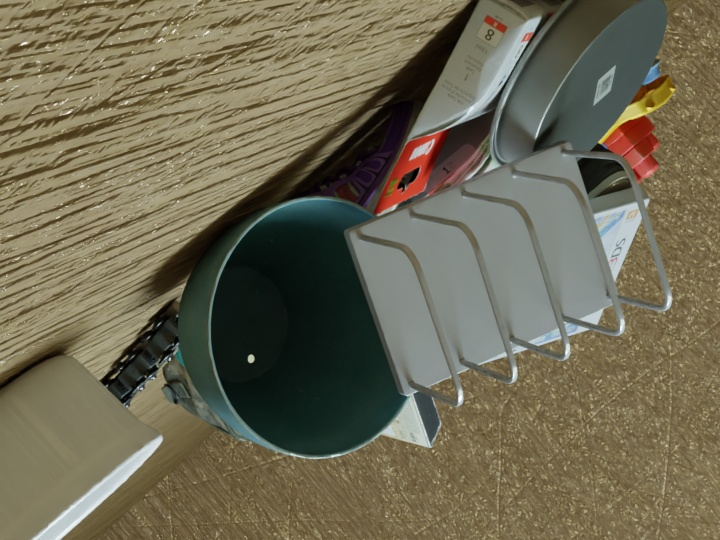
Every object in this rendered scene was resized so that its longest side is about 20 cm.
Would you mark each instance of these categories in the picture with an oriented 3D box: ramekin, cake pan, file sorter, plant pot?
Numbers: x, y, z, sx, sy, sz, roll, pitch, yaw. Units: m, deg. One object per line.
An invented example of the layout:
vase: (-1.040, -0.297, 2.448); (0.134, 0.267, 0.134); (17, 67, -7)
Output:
ramekin: (-0.248, 0.151, 1.326); (0.200, 0.098, 0.200); (-41, 177, -2)
cake pan: (0.183, -0.158, 1.506); (0.200, 0.037, 0.200); (-42, 157, -23)
file sorter: (0.117, 0.002, 1.402); (0.200, 0.139, 0.125); (-23, -167, -17)
plant pot: (-0.066, 0.043, 1.460); (0.200, 0.200, 0.135); (-40, -159, -28)

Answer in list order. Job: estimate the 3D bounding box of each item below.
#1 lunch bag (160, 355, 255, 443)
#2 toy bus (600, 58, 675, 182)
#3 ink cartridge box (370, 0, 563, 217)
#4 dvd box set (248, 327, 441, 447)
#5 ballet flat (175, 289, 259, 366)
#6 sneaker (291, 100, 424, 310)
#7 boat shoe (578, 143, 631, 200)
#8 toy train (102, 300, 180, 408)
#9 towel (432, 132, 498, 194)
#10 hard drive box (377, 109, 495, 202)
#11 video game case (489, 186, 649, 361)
lunch bag: (-0.089, 0.073, 1.849); (0.200, 0.139, 0.168); (-39, -156, -26)
toy bus: (0.252, -0.186, 1.898); (0.136, 0.192, 0.200); (-36, 172, -46)
ink cartridge box: (0.090, -0.130, 1.482); (0.200, 0.050, 0.162); (-65, 169, 17)
dvd box set: (-0.036, 0.085, 1.609); (0.029, 0.200, 0.146); (-64, 154, -29)
ballet flat: (-0.099, 0.016, 1.684); (0.200, 0.068, 0.072); (-49, -173, 36)
sneaker: (-0.009, -0.063, 1.557); (0.200, 0.083, 0.081); (-57, 167, -5)
boat shoe: (0.164, -0.038, 1.701); (0.200, 0.057, 0.067); (-40, 147, 8)
toy train: (-0.188, 0.079, 1.631); (0.046, 0.034, 0.200); (-43, 179, -39)
towel: (0.152, -0.113, 1.609); (0.200, 0.031, 0.149); (-51, 155, 0)
hard drive box: (0.107, -0.082, 1.700); (0.156, 0.077, 0.200); (-40, 149, -4)
video game case: (0.157, 0.013, 1.686); (0.200, 0.022, 0.182); (-15, 143, -26)
